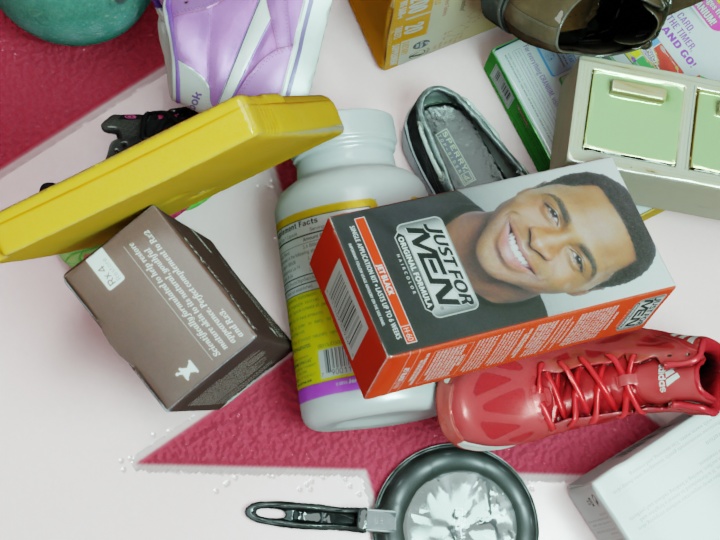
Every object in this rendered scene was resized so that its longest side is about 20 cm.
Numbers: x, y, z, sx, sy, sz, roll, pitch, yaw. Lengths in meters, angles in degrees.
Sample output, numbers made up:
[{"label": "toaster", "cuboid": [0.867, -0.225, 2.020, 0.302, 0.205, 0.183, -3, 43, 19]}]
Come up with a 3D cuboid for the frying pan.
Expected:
[{"label": "frying pan", "cuboid": [0.032, 0.155, 1.113, 0.189, 0.031, 0.115, 28, 76, -2]}]

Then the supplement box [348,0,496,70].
[{"label": "supplement box", "cuboid": [0.094, -0.223, 1.140, 0.199, 0.126, 0.074, -23, 77, -8]}]

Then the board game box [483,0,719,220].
[{"label": "board game box", "cuboid": [0.210, -0.125, 1.175, 0.199, 0.040, 0.154, -25, 82, -10]}]

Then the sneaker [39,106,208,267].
[{"label": "sneaker", "cuboid": [-0.128, -0.081, 1.119, 0.200, 0.077, 0.084, -35, 88, -12]}]

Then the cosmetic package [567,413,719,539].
[{"label": "cosmetic package", "cuboid": [0.240, 0.197, 1.095, 0.113, 0.081, 0.201, -30, 84, -10]}]

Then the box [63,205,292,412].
[{"label": "box", "cuboid": [-0.106, 0.028, 1.032, 0.075, 0.200, 0.100, -39, 85, 2]}]

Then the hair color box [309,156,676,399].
[{"label": "hair color box", "cuboid": [0.081, 0.002, 1.026, 0.199, 0.061, 0.102, -13, 65, -23]}]

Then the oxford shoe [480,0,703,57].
[{"label": "oxford shoe", "cuboid": [0.179, -0.175, 1.100, 0.199, 0.073, 0.084, -20, 47, -31]}]

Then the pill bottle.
[{"label": "pill bottle", "cuboid": [0.000, 0.000, 1.100, 0.104, 0.104, 0.201, -6, 79, -6]}]

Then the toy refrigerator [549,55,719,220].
[{"label": "toy refrigerator", "cuboid": [0.232, -0.081, 1.110, 0.199, 0.070, 0.076, 11, 75, -3]}]

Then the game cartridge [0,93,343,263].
[{"label": "game cartridge", "cuboid": [-0.112, -0.056, 0.967, 0.176, 0.200, 0.033, -24, 88, 13]}]

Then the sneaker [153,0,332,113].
[{"label": "sneaker", "cuboid": [-0.072, -0.194, 1.076, 0.114, 0.073, 0.202, 15, 77, -7]}]

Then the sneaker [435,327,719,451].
[{"label": "sneaker", "cuboid": [0.151, 0.067, 1.058, 0.199, 0.115, 0.079, -15, 94, -34]}]

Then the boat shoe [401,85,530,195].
[{"label": "boat shoe", "cuboid": [0.098, -0.039, 1.134, 0.073, 0.068, 0.200, -27, 83, -10]}]

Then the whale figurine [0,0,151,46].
[{"label": "whale figurine", "cuboid": [-0.165, -0.225, 1.142, 0.159, 0.104, 0.200, 30, 51, 33]}]
